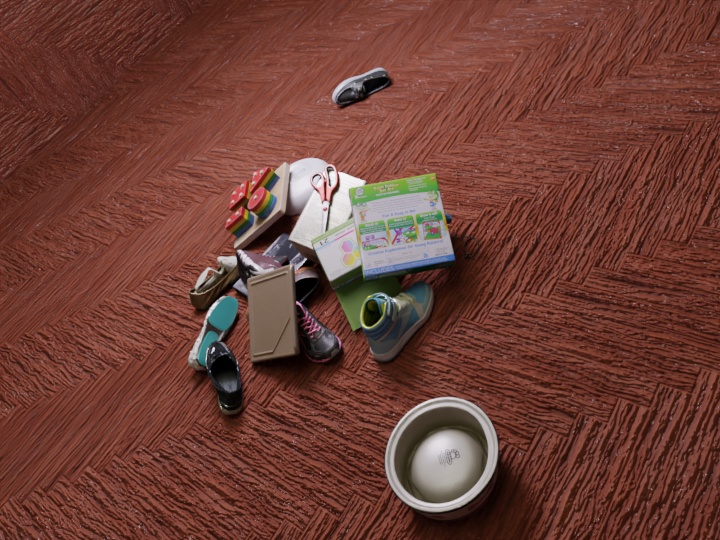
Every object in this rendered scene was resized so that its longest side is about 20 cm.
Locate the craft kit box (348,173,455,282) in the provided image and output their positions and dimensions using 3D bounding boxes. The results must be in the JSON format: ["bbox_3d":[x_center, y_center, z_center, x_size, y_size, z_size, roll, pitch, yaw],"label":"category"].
[{"bbox_3d":[0.084,-0.091,1.343,0.193,0.049,0.204,-9,74,-4],"label":"craft kit box"}]

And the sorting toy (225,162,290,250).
[{"bbox_3d":[-0.287,-0.190,1.754,0.197,0.069,0.204,-35,37,30],"label":"sorting toy"}]

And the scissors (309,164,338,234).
[{"bbox_3d":[-0.075,-0.154,1.474,0.071,0.014,0.206,-15,63,11],"label":"scissors"}]

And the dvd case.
[{"bbox_3d":[-0.213,-0.002,1.616,0.148,0.025,0.201,22,64,42],"label":"dvd case"}]

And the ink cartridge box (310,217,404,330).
[{"bbox_3d":[0.000,0.000,1.379,0.144,0.076,0.204,-26,73,-4],"label":"ink cartridge box"}]

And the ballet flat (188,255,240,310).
[{"bbox_3d":[-0.367,0.012,1.654,0.199,0.073,0.067,-43,42,-15],"label":"ballet flat"}]

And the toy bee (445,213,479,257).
[{"bbox_3d":[0.160,-0.101,1.421,0.197,0.106,0.136,8,96,53],"label":"toy bee"}]

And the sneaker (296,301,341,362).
[{"bbox_3d":[-0.118,0.122,1.387,0.079,0.097,0.198,-40,43,-16],"label":"sneaker"}]

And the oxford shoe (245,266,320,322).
[{"bbox_3d":[-0.181,0.060,1.486,0.198,0.072,0.072,-36,17,-7],"label":"oxford shoe"}]

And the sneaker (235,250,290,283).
[{"bbox_3d":[-0.235,-0.009,1.580,0.112,0.078,0.199,-14,22,-23],"label":"sneaker"}]

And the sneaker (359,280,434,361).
[{"bbox_3d":[0.074,0.071,1.297,0.078,0.132,0.202,14,56,40],"label":"sneaker"}]

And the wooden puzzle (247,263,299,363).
[{"bbox_3d":[-0.188,0.097,1.393,0.197,0.036,0.192,-18,73,49],"label":"wooden puzzle"}]

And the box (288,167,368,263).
[{"bbox_3d":[-0.063,-0.119,1.526,0.125,0.109,0.204,21,76,25],"label":"box"}]

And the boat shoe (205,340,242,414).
[{"bbox_3d":[-0.299,0.216,1.400,0.072,0.068,0.202,-5,41,-15],"label":"boat shoe"}]

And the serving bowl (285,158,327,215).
[{"bbox_3d":[-0.169,-0.251,1.804,0.194,0.067,0.204,-16,43,15],"label":"serving bowl"}]

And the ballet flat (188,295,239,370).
[{"bbox_3d":[-0.358,0.147,1.525,0.070,0.073,0.204,0,49,29],"label":"ballet flat"}]

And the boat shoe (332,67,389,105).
[{"bbox_3d":[0.002,-0.580,2.028,0.196,0.070,0.057,-28,41,-1],"label":"boat shoe"}]

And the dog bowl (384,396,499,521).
[{"bbox_3d":[0.141,0.318,1.061,0.194,0.075,0.204,-16,42,15],"label":"dog bowl"}]

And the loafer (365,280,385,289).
[{"bbox_3d":[0.057,-0.036,1.470,0.071,0.073,0.205,23,70,-1],"label":"loafer"}]
